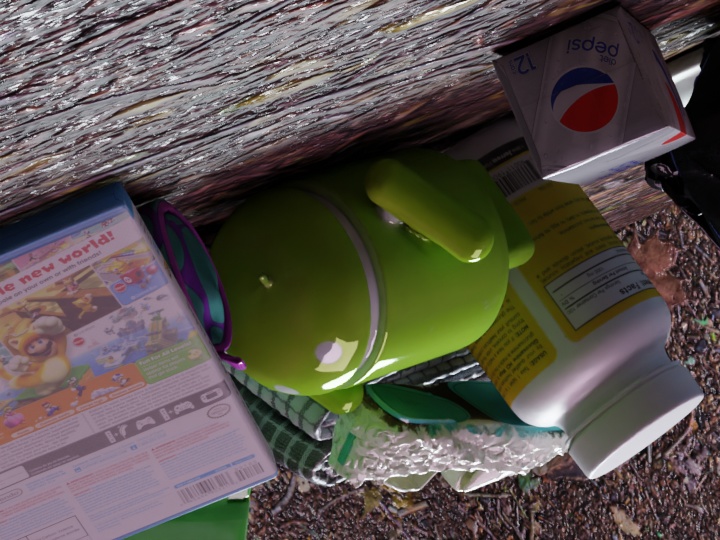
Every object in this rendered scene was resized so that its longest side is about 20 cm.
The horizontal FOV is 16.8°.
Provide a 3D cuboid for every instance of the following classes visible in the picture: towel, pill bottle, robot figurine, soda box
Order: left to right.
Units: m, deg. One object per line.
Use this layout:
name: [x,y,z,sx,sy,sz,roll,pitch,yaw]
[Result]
towel: [-0.014,0.044,1.538,0.200,0.165,0.086,-23,134,-39]
robot figurine: [0.000,0.000,1.328,0.199,0.116,0.176,-17,158,-41]
pill bottle: [0.112,0.019,1.451,0.112,0.200,0.112,-33,167,-9]
soda box: [0.122,-0.084,1.225,0.068,0.064,0.200,-23,177,10]

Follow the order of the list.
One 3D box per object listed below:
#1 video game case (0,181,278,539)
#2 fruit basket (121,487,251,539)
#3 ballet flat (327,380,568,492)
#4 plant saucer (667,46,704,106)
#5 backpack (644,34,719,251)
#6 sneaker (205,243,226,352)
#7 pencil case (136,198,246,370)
video game case: [-0.137,0.057,1.121,0.143,0.018,0.200,-22,135,4]
fruit basket: [-0.164,0.107,1.293,0.214,0.156,0.216,6,-168,-1]
ballet flat: [0.051,0.101,1.463,0.072,0.072,0.199,-24,159,39]
plant saucer: [0.254,-0.123,1.572,0.199,0.050,0.200,-23,176,-1]
backpack: [0.275,-0.043,1.387,0.134,0.200,0.183,-25,-162,33]
sneaker: [-0.110,0.023,1.388,0.082,0.074,0.200,-18,174,29]
pencil case: [-0.162,0.041,1.171,0.199,0.093,0.085,-23,170,6]
